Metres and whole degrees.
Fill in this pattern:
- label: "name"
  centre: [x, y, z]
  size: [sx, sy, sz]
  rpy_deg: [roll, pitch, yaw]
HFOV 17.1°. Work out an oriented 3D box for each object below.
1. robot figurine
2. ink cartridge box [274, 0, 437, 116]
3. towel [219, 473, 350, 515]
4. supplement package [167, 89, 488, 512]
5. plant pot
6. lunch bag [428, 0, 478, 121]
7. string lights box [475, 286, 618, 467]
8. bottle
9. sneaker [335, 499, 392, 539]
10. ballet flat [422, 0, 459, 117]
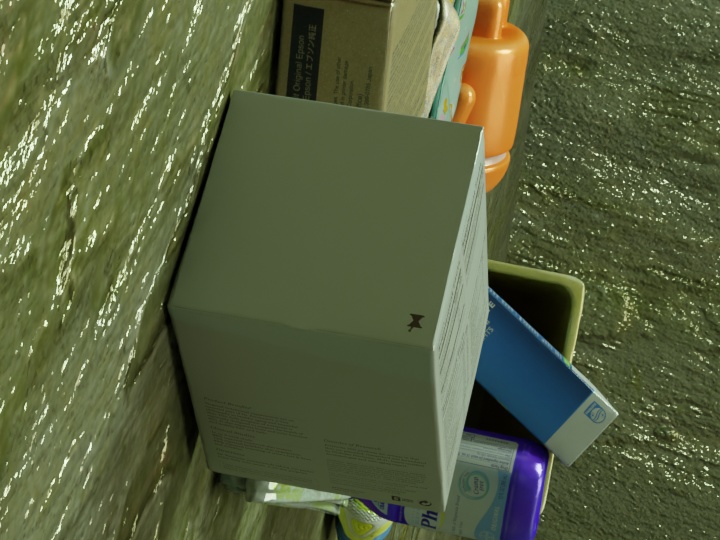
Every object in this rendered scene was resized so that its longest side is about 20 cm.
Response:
- label: "robot figurine"
  centre: [0.076, -0.143, 2.010]
  size: [0.144, 0.116, 0.200]
  rpy_deg: [39, -52, 52]
- label: "ink cartridge box"
  centre: [-0.001, -0.143, 1.563]
  size: [0.200, 0.075, 0.165]
  rpy_deg: [-65, 163, -59]
- label: "towel"
  centre: [-0.028, 0.064, 1.622]
  size: [0.171, 0.048, 0.201]
  rpy_deg: [19, 82, -68]
- label: "supplement package"
  centre: [-0.011, 0.021, 1.399]
  size: [0.200, 0.151, 0.151]
  rpy_deg: [84, 18, -58]
- label: "plant pot"
  centre: [0.063, 0.089, 1.990]
  size: [0.200, 0.195, 0.195]
  rpy_deg: [124, -22, -85]
- label: "lunch bag"
  centre: [0.041, -0.180, 1.823]
  size: [0.160, 0.077, 0.201]
  rpy_deg: [-42, 142, -78]
- label: "string lights box"
  centre: [0.104, 0.058, 1.842]
  size: [0.059, 0.200, 0.103]
  rpy_deg: [-47, 179, 2]
- label: "bottle"
  centre: [0.041, 0.153, 1.828]
  size: [0.065, 0.199, 0.084]
  rpy_deg: [-67, 167, -60]
- label: "sneaker"
  centre: [0.016, 0.182, 2.246]
  size: [0.105, 0.076, 0.200]
  rpy_deg: [111, 5, -48]
- label: "ballet flat"
  centre: [0.025, -0.107, 1.720]
  size: [0.200, 0.068, 0.067]
  rpy_deg: [-66, 156, 2]
